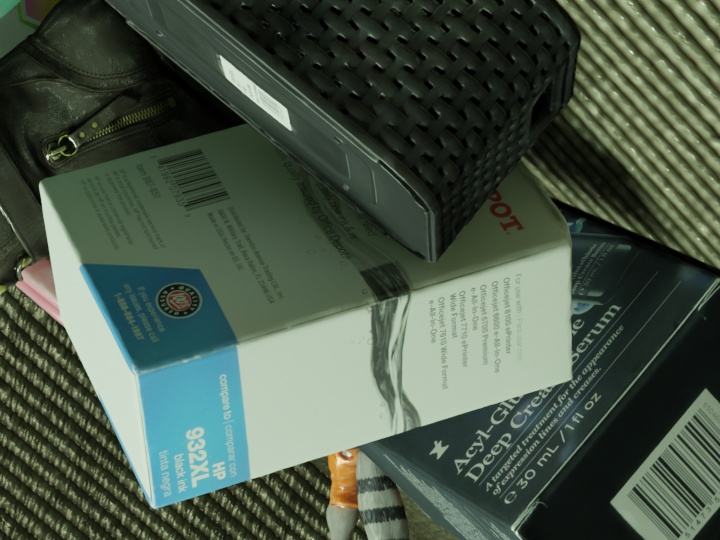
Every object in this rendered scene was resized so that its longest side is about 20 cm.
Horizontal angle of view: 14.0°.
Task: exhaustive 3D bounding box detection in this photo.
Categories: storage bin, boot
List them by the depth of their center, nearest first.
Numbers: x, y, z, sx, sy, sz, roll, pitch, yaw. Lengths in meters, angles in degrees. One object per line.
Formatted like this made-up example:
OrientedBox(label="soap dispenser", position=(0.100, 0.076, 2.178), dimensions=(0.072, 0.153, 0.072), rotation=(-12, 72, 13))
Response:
OrientedBox(label="storage bin", position=(-0.018, -0.108, 1.188), dimensions=(0.200, 0.094, 0.135), rotation=(40, 172, 9))
OrientedBox(label="boot", position=(-0.130, -0.032, 1.359), dimensions=(0.200, 0.174, 0.069), rotation=(53, 165, -19))

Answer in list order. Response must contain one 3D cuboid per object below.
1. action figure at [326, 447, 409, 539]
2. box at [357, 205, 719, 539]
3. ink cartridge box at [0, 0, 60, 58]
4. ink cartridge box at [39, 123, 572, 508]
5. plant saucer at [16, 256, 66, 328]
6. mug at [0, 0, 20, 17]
OrientedBox(label="action figure", position=(0.030, 0.068, 1.557), dimensions=(0.199, 0.105, 0.195), rotation=(-7, 108, 37))
OrientedBox(label="box", position=(0.098, 0.065, 1.384), dimensions=(0.107, 0.149, 0.200), rotation=(45, 171, -29))
OrientedBox(label="ink cartridge box", position=(-0.142, -0.132, 1.436), dimensions=(0.200, 0.148, 0.076), rotation=(35, 165, -26))
OrientedBox(label="ink cartridge box", position=(-0.023, 0.004, 1.290), dimensions=(0.145, 0.199, 0.084), rotation=(-123, 22, -48))
OrientedBox(label="plant saucer", position=(-0.122, 0.020, 1.523), dimensions=(0.200, 0.051, 0.201), rotation=(38, 174, 5))
OrientedBox(label="mug", position=(-0.166, -0.203, 1.252), dimensions=(0.152, 0.114, 0.185), rotation=(42, -152, -14))
